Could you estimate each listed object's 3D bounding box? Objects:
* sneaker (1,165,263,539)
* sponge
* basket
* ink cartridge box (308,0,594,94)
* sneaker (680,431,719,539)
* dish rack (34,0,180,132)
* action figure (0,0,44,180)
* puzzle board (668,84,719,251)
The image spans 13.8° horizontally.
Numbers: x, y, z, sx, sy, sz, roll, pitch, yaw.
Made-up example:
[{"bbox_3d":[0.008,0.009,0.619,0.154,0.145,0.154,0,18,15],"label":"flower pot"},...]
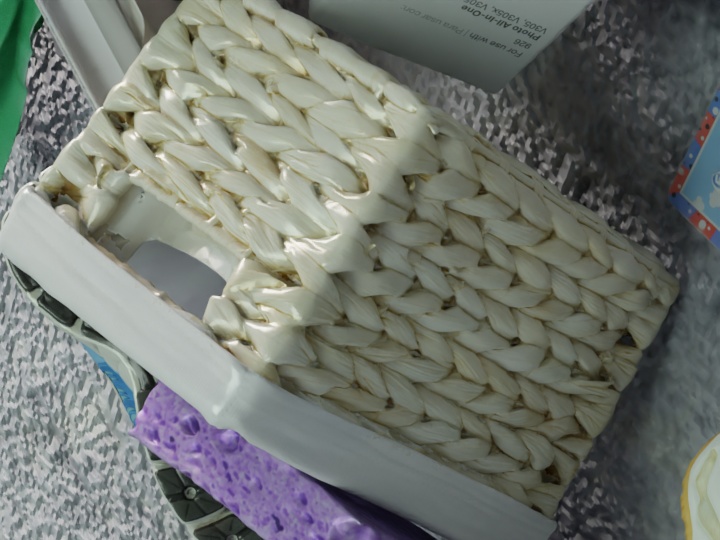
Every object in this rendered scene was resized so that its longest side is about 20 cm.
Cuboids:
[{"bbox_3d":[-0.065,0.042,1.222,0.078,0.090,0.201,-35,81,1],"label":"sneaker"},{"bbox_3d":[0.011,0.104,1.051,0.111,0.200,0.030,33,89,40],"label":"sponge"},{"bbox_3d":[0.000,0.000,1.021,0.135,0.200,0.124,35,92,38],"label":"basket"},{"bbox_3d":[0.063,-0.176,0.976,0.200,0.084,0.147,-44,37,44],"label":"ink cartridge box"},{"bbox_3d":[0.171,0.132,0.954,0.088,0.075,0.201,-37,70,46],"label":"sneaker"},{"bbox_3d":[-0.073,-0.075,1.142,0.043,0.200,0.172,-31,68,5],"label":"dish rack"},{"bbox_3d":[-0.148,-0.129,1.264,0.119,0.054,0.200,62,150,19],"label":"action figure"},{"bbox_3d":[0.183,-0.057,0.950,0.151,0.017,0.201,47,130,33],"label":"puzzle board"}]
